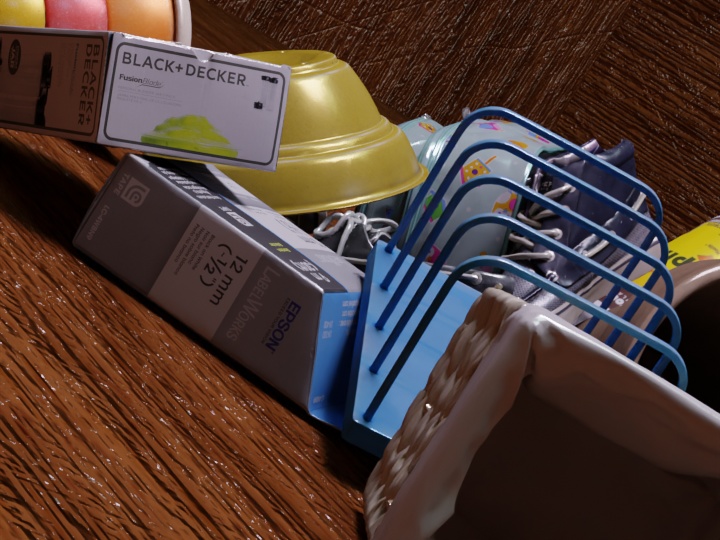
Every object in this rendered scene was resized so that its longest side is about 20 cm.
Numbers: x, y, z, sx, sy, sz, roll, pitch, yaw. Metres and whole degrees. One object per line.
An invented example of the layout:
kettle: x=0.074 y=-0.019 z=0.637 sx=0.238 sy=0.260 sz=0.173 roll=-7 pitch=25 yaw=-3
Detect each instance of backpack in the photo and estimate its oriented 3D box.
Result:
backpack: x=0.071 y=-0.023 z=1.422 sx=0.152 sy=0.177 sz=0.200 roll=18 pitch=8 yaw=6

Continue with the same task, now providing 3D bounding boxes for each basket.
basket: x=0.110 y=0.111 z=0.888 sx=0.199 sy=0.136 sz=0.123 roll=31 pitch=4 yaw=-10

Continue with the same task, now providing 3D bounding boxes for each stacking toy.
stacking toy: x=-0.226 y=-0.165 z=1.361 sx=0.199 sy=0.147 sz=0.146 roll=5 pitch=25 yaw=-41

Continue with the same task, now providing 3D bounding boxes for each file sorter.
file sorter: x=0.085 y=0.022 z=1.040 sx=0.138 sy=0.123 sz=0.200 roll=28 pitch=25 yaw=-9

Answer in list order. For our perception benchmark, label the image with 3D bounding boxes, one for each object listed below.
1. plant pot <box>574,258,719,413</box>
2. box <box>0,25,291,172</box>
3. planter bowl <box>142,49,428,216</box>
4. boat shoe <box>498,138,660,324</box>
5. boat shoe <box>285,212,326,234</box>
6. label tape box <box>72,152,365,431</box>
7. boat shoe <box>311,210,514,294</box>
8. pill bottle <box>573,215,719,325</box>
plant pot: x=0.199 y=0.091 z=1.266 sx=0.199 sy=0.202 sz=0.174 roll=30 pitch=-10 yaw=-21
box: x=-0.139 y=-0.101 z=1.155 sx=0.116 sy=0.061 sz=0.199 roll=8 pitch=2 yaw=-34
planter bowl: x=-0.057 y=-0.095 z=1.294 sx=0.198 sy=0.084 sz=0.201 roll=-4 pitch=15 yaw=1
boat shoe: x=0.115 y=-0.016 z=1.295 sx=0.074 sy=0.094 sz=0.199 roll=1 pitch=24 yaw=44
boat shoe: x=-0.076 y=-0.080 z=1.491 sx=0.061 sy=0.073 sz=0.200 roll=-8 pitch=31 yaw=-19
label tape box: x=-0.043 y=0.016 z=1.109 sx=0.199 sy=0.066 sz=0.143 roll=33 pitch=7 yaw=13
boat shoe: x=-0.001 y=0.000 z=1.220 sx=0.198 sy=0.069 sz=0.073 roll=18 pitch=3 yaw=29
pill bottle: x=0.217 y=0.046 z=1.466 sx=0.109 sy=0.199 sz=0.110 roll=48 pitch=-25 yaw=32
